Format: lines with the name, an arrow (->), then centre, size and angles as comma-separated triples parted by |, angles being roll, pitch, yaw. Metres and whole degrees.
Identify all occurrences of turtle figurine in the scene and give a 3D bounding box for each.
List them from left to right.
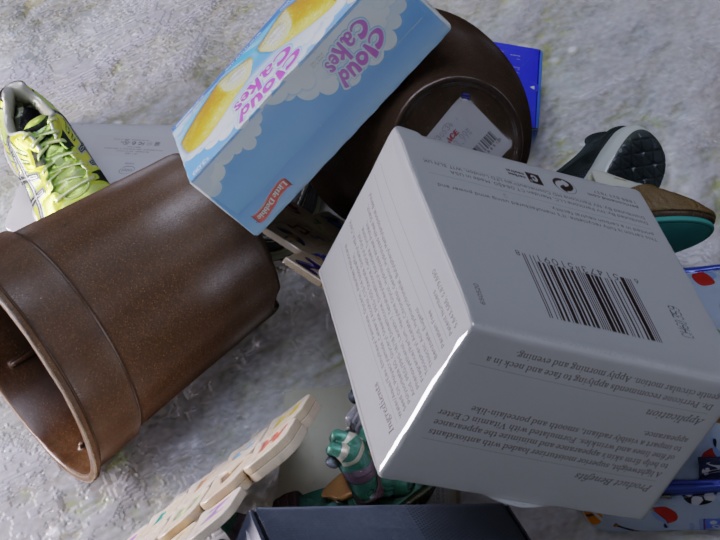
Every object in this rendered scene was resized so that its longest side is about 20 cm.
turtle figurine -> -0.003, 0.136, 1.081 | 0.200, 0.150, 0.101 | -35, 88, 0

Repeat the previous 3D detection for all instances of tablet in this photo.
tablet -> -0.206, -0.081, 1.413 | 0.199, 0.014, 0.130 | 2, 53, 17

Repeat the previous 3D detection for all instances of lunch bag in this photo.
lunch bag -> 0.217, 0.090, 1.122 | 0.160, 0.076, 0.200 | -3, 50, 16

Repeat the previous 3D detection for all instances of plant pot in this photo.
plant pot -> -0.182, 0.021, 1.216 | 0.198, 0.201, 0.200 | -36, 51, -23
plant pot -> 0.054, -0.103, 1.192 | 0.186, 0.187, 0.200 | -23, 12, -4

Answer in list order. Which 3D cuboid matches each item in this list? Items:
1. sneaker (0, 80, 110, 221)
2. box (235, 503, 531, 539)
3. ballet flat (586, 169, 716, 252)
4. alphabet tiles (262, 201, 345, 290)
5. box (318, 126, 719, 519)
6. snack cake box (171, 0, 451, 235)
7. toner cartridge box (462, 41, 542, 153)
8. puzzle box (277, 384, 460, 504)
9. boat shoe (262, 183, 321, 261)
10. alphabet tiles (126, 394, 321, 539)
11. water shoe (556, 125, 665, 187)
sneaker -> -0.264, -0.086, 1.374 | 0.075, 0.077, 0.200 | -34, 53, -14
box -> 0.037, 0.215, 0.990 | 0.199, 0.051, 0.158 | 5, 33, -30
ballet flat -> 0.159, -0.032, 1.174 | 0.199, 0.068, 0.072 | -18, 61, -7
alphabet tiles -> 0.000, 0.000, 1.178 | 0.200, 0.167, 0.008 | 32, 106, 12
box -> 0.100, 0.034, 1.017 | 0.198, 0.131, 0.200 | 13, 35, -25
snack cake box -> -0.039, -0.134, 1.130 | 0.200, 0.067, 0.115 | -47, 25, 9
toner cartridge box -> 0.050, -0.155, 1.345 | 0.199, 0.043, 0.095 | 10, 53, -1
puzzle box -> 0.005, 0.168, 1.145 | 0.133, 0.025, 0.200 | -6, 51, 10
boat shoe -> -0.065, -0.100, 1.355 | 0.072, 0.066, 0.201 | 3, 53, 17
alphabet tiles -> -0.110, 0.158, 1.088 | 0.200, 0.015, 0.196 | -40, 5, 17
water shoe -> 0.161, -0.028, 1.248 | 0.200, 0.072, 0.079 | -48, 21, -14
